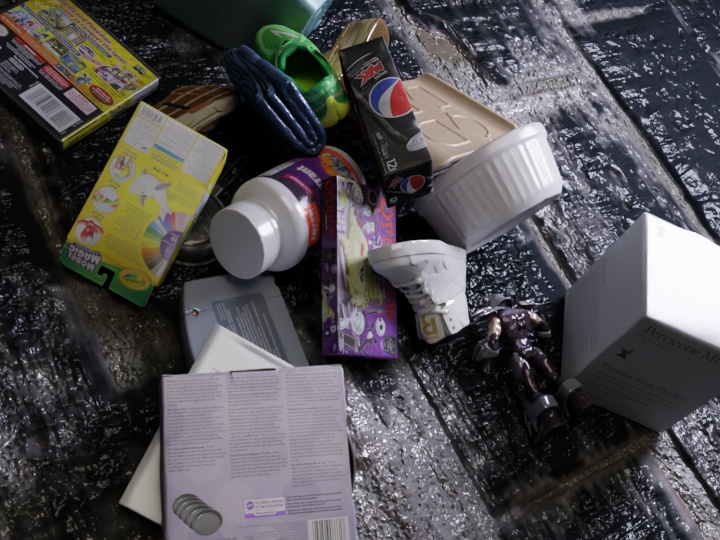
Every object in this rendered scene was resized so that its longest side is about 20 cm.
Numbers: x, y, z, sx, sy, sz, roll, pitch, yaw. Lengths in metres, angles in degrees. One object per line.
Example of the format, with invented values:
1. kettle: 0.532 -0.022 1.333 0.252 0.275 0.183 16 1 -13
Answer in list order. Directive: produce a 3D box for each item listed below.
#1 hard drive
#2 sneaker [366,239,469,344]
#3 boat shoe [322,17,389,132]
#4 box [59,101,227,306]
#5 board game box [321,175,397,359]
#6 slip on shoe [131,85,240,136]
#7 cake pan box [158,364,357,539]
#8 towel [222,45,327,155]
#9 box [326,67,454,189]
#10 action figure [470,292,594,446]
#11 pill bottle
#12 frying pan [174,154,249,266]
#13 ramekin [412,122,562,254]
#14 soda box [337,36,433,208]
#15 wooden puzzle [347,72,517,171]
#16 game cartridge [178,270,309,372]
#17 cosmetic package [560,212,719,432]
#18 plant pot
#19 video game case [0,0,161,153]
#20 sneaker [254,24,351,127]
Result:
1. hard drive: -0.139 0.175 0.921 0.130 0.027 0.203 28 68 -5
2. sneaker: 0.079 0.028 1.082 0.198 0.072 0.119 7 76 -56
3. boat shoe: -0.026 -0.266 1.230 0.063 0.072 0.202 10 54 28
4. box: -0.245 -0.072 1.020 0.116 0.048 0.203 28 79 -5
5. board game box: 0.000 0.000 1.061 0.119 0.032 0.205 12 75 -56
6. slip on shoe: -0.219 -0.186 1.146 0.074 0.062 0.200 14 30 17
7. cake pan box: -0.099 0.192 0.885 0.195 0.052 0.189 -3 76 -15
8. towel: -0.111 -0.213 1.129 0.048 0.112 0.200 -40 34 -3
9. box: 0.013 -0.201 1.268 0.198 0.050 0.200 -23 71 -35
10. action figure: 0.208 0.112 1.143 0.128 0.070 0.203 -14 61 -24
11. pill bottle: -0.085 -0.068 1.072 0.111 0.112 0.199 44 41 9
12. frying pan: -0.181 -0.075 1.108 0.188 0.031 0.116 -29 75 -34
13. ramekin: 0.176 -0.101 1.190 0.200 0.202 0.095 -27 82 -36
14. soda box: 0.030 -0.183 1.095 0.062 0.071 0.203 -17 62 -3
15. wooden puzzle: 0.091 -0.194 1.208 0.184 0.047 0.198 36 39 25
16. game cartridge: -0.129 0.097 1.011 0.131 0.041 0.203 -7 62 -33
17. cosmetic package: 0.378 0.071 1.160 0.164 0.201 0.169 21 51 -9
18. plant pot: -0.134 -0.416 1.258 0.199 0.196 0.198 38 50 -7
19. video game case: -0.383 -0.259 1.136 0.199 0.026 0.181 41 51 6
20. sneaker: -0.077 -0.266 1.143 0.074 0.084 0.200 -37 54 -6
